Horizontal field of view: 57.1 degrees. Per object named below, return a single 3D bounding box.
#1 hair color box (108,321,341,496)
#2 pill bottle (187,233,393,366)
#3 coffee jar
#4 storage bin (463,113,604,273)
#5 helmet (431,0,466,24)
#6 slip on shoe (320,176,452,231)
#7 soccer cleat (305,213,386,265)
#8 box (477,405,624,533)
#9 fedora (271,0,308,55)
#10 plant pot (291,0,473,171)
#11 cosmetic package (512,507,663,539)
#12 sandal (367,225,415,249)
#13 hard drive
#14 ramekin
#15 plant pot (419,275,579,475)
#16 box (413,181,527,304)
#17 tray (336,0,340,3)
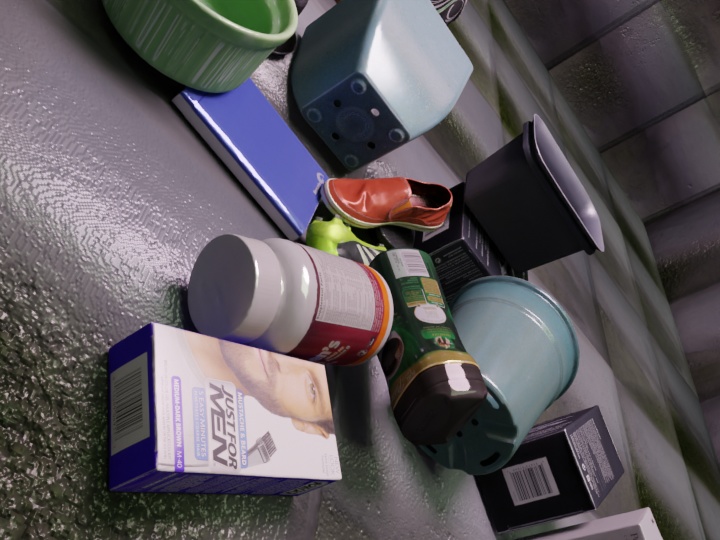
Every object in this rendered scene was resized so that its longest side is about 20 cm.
[{"bbox_3d":[-0.106,0.123,0.549,0.199,0.064,0.111,25,47,-50],"label":"hair color box"},{"bbox_3d":[-0.062,0.031,0.641,0.198,0.108,0.112,16,54,-52],"label":"pill bottle"},{"bbox_3d":[0.062,0.080,0.717,0.084,0.105,0.202,4,46,-26],"label":"coffee jar"},{"bbox_3d":[0.247,-0.104,0.971,0.201,0.133,0.147,50,32,-23],"label":"storage bin"},{"bbox_3d":[0.091,-0.539,1.244,0.187,0.200,0.204,-14,76,-21],"label":"helmet"},{"bbox_3d":[0.037,-0.094,0.855,0.196,0.061,0.075,4,51,-32],"label":"slip on shoe"},{"bbox_3d":[0.000,0.000,0.821,0.199,0.066,0.083,26,65,-48],"label":"soccer cleat"},{"bbox_3d":[0.271,0.276,0.939,0.198,0.146,0.106,1,66,-56],"label":"box"},{"bbox_3d":[-0.129,-0.395,0.880,0.200,0.091,0.204,38,38,-38],"label":"fedora"},{"bbox_3d":[0.016,-0.259,0.922,0.196,0.194,0.202,47,42,-26],"label":"plant pot"},{"bbox_3d":[0.278,0.375,0.820,0.071,0.198,0.103,3,63,-56],"label":"cosmetic package"},{"bbox_3d":[0.044,-0.067,0.956,0.076,0.047,0.201,54,21,-13],"label":"sandal"},{"bbox_3d":[-0.119,-0.148,0.774,0.201,0.025,0.133,50,32,-22],"label":"hard drive"},{"bbox_3d":[-0.172,-0.287,0.697,0.198,0.097,0.203,30,39,-28],"label":"ramekin"},{"bbox_3d":[0.157,0.139,0.842,0.203,0.198,0.196,60,38,-5],"label":"plant pot"},{"bbox_3d":[0.172,-0.006,1.030,0.200,0.103,0.149,48,33,-25],"label":"box"},{"bbox_3d":[-0.003,-0.505,1.161,0.202,0.098,0.037,55,32,-15],"label":"tray"}]
